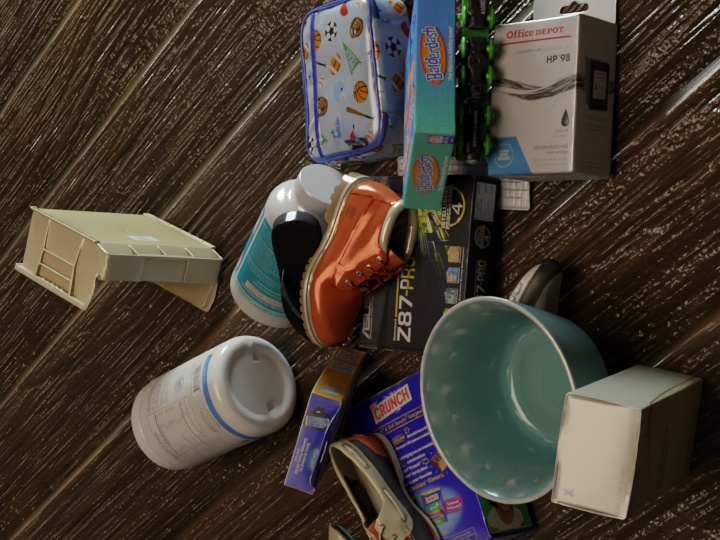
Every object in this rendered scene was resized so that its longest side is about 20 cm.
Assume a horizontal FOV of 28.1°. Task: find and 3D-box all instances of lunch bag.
[{"bbox_3d":[-0.008,-0.219,1.697,0.160,0.076,0.200,-5,85,49],"label":"lunch bag"}]

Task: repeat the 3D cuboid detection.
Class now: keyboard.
[{"bbox_3d":[0.113,-0.099,1.612,0.200,0.011,0.056,6,94,47],"label":"keyboard"}]

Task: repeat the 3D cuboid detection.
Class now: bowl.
[{"bbox_3d":[0.165,0.117,1.405,0.201,0.105,0.201,12,106,46],"label":"bowl"}]

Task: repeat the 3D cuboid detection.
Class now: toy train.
[{"bbox_3d":[0.118,-0.209,1.492,0.056,0.042,0.200,125,147,-86],"label":"toy train"}]

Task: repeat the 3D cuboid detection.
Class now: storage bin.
[{"bbox_3d":[-0.322,-0.013,1.940,0.198,0.200,0.094,25,106,44],"label":"storage bin"}]

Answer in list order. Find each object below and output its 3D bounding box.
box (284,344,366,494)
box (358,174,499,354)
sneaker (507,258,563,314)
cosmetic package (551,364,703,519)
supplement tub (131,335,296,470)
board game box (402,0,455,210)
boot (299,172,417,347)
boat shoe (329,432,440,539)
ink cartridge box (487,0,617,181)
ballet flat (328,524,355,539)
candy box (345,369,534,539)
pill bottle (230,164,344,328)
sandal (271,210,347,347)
[{"bbox_3d":[-0.041,0.172,1.657,0.041,0.200,0.119,19,106,6],"label":"box"},{"bbox_3d":[0.075,-0.006,1.604,0.161,0.049,0.200,4,89,47],"label":"box"},{"bbox_3d":[0.186,0.085,1.505,0.080,0.074,0.200,23,112,29],"label":"sneaker"},{"bbox_3d":[0.249,0.153,1.324,0.073,0.200,0.104,11,100,26],"label":"cosmetic package"},{"bbox_3d":[-0.189,0.172,1.848,0.200,0.132,0.132,-28,70,44],"label":"supplement tub"},{"bbox_3d":[0.073,-0.188,1.530,0.152,0.045,0.200,97,175,-61],"label":"board game box"},{"bbox_3d":[0.000,0.000,1.598,0.107,0.075,0.200,24,103,41],"label":"boot"},{"bbox_3d":[0.029,0.268,1.558,0.071,0.063,0.200,-44,61,39],"label":"boat shoe"},{"bbox_3d":[0.197,-0.195,1.476,0.116,0.067,0.200,1,88,47],"label":"ink cartridge box"},{"bbox_3d":[0.020,0.374,1.607,0.200,0.069,0.069,46,128,-2],"label":"ballet flat"},{"bbox_3d":[0.085,0.219,1.596,0.169,0.077,0.200,-33,68,44],"label":"candy box"},{"bbox_3d":[-0.076,-0.032,1.722,0.111,0.111,0.200,58,137,29],"label":"pill bottle"},{"bbox_3d":[-0.063,0.020,1.665,0.076,0.200,0.043,-9,41,12],"label":"sandal"}]
